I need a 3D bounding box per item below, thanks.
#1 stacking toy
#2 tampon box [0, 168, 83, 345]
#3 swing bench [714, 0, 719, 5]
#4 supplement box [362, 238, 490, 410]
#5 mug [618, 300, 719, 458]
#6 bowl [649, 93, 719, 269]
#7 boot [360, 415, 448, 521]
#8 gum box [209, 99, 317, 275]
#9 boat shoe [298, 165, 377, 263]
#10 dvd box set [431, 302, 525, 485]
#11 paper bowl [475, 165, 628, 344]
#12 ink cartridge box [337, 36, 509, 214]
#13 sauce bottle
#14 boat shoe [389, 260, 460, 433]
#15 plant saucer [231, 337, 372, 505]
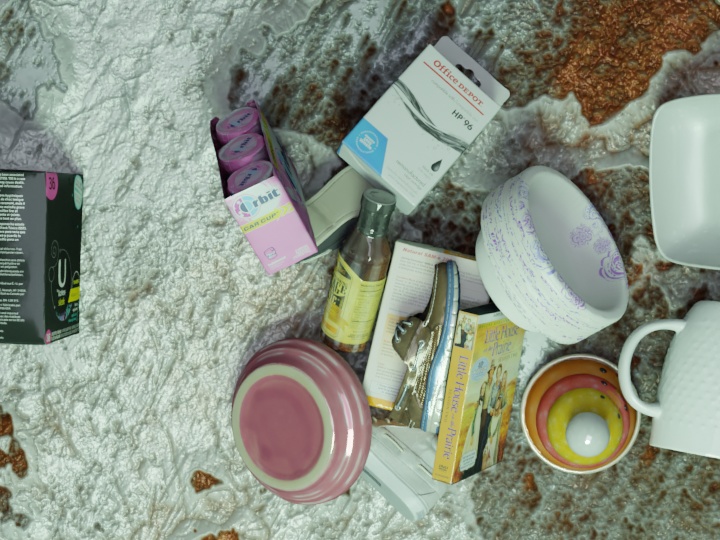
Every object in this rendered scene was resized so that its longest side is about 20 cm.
[{"bbox_3d":[0.260,0.180,1.576,0.145,0.200,0.147,0,95,4],"label":"stacking toy"},{"bbox_3d":[-0.411,-0.020,1.636,0.125,0.150,0.202,2,94,4],"label":"tampon box"},{"bbox_3d":[0.513,-0.271,1.531,0.129,0.199,0.201,-29,92,5],"label":"swing bench"},{"bbox_3d":[0.081,0.073,1.645,0.125,0.074,0.201,14,94,3],"label":"supplement box"},{"bbox_3d":[0.397,0.124,1.588,0.199,0.148,0.177,11,85,-3],"label":"mug"},{"bbox_3d":[0.434,-0.105,1.573,0.199,0.074,0.202,6,103,45],"label":"bowl"},{"bbox_3d":[0.030,0.205,1.669,0.200,0.074,0.096,44,69,10],"label":"boot"},{"bbox_3d":[-0.114,-0.102,1.581,0.066,0.200,0.114,-25,124,5],"label":"gum box"},{"bbox_3d":[-0.018,-0.072,1.653,0.199,0.063,0.073,-32,73,-13],"label":"boat shoe"},{"bbox_3d":[0.142,0.139,1.603,0.029,0.146,0.201,14,100,28],"label":"dvd box set"},{"bbox_3d":[0.211,-0.011,1.576,0.104,0.200,0.201,-33,91,34],"label":"paper bowl"},{"bbox_3d":[0.081,-0.180,1.610,0.116,0.068,0.200,41,80,0],"label":"ink cartridge box"},{"bbox_3d":[0.000,0.000,1.620,0.066,0.066,0.201,15,115,3],"label":"sauce bottle"},{"bbox_3d":[0.072,0.085,1.574,0.072,0.072,0.202,8,93,6],"label":"boat shoe"},{"bbox_3d":[-0.081,0.183,1.632,0.199,0.051,0.202,4,98,32],"label":"plant saucer"}]
